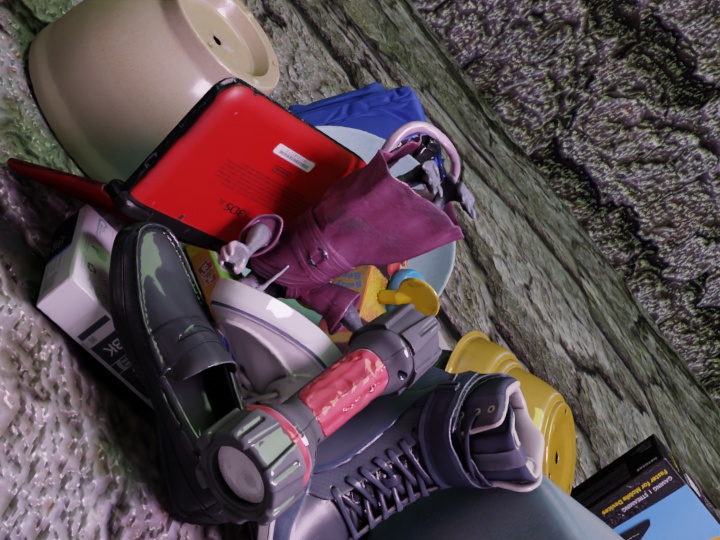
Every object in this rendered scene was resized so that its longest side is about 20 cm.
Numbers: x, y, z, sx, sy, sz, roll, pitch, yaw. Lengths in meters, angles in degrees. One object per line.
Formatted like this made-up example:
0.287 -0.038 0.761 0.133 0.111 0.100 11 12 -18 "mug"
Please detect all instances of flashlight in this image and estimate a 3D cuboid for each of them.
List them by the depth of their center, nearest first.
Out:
-0.018 0.082 0.882 0.067 0.069 0.199 23 37 28 "flashlight"

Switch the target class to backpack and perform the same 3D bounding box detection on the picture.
0.007 -0.066 1.352 0.169 0.160 0.202 -102 179 -54 "backpack"

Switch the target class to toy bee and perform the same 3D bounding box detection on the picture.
0.000 0.000 1.098 0.109 0.130 0.202 53 29 -43 "toy bee"

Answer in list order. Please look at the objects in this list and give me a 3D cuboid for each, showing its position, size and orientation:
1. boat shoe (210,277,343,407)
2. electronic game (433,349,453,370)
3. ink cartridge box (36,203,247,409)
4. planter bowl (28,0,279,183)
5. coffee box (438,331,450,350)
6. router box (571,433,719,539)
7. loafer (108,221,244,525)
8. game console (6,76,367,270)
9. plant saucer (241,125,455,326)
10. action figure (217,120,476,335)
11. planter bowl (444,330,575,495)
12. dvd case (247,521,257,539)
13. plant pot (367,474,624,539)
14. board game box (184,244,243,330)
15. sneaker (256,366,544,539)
-0.053 0.077 0.975 0.071 0.066 0.200 18 -21 30 "boat shoe"
0.065 0.167 1.169 0.200 0.041 0.203 2 90 -67 "electronic game"
-0.139 0.052 0.983 0.200 0.039 0.100 45 19 -25 "ink cartridge box"
-0.152 -0.160 1.151 0.200 0.134 0.201 41 27 -26 "planter bowl"
0.028 0.106 1.268 0.114 0.080 0.200 61 18 23 "coffee box"
0.244 0.270 1.335 0.149 0.199 0.051 48 15 -19 "router box"
-0.108 0.061 0.900 0.068 0.070 0.203 -8 78 -47 "loafer"
-0.120 -0.075 1.020 0.119 0.172 0.199 51 13 29 "game console"
-0.019 -0.028 1.194 0.202 0.199 0.039 60 -26 18 "plant saucer"
-0.026 -0.028 1.003 0.134 0.199 0.150 49 22 -33 "action figure"
0.129 0.153 1.161 0.200 0.082 0.203 2 90 -67 "planter bowl"
-0.004 0.256 0.994 0.200 0.016 0.150 39 24 -45 "dvd case"
0.109 0.241 0.996 0.196 0.195 0.201 39 18 -43 "plant pot"
-0.078 0.064 1.151 0.095 0.030 0.201 30 26 -53 "board game box"
0.033 0.135 0.928 0.202 0.145 0.078 -45 123 -34 "sneaker"
